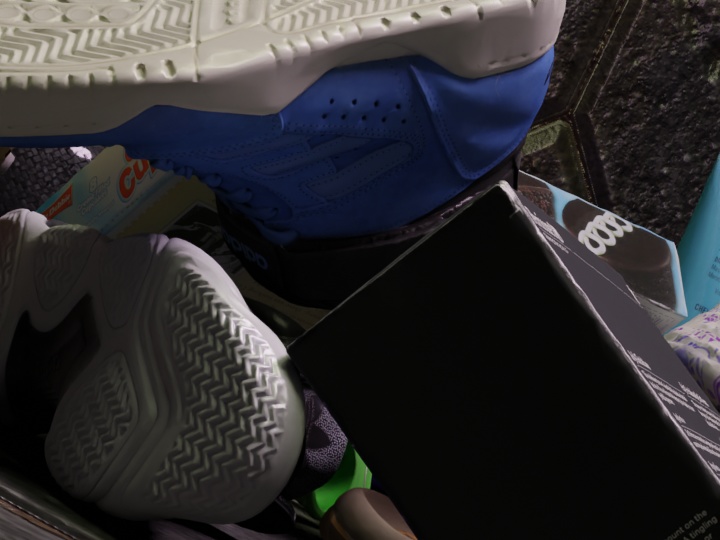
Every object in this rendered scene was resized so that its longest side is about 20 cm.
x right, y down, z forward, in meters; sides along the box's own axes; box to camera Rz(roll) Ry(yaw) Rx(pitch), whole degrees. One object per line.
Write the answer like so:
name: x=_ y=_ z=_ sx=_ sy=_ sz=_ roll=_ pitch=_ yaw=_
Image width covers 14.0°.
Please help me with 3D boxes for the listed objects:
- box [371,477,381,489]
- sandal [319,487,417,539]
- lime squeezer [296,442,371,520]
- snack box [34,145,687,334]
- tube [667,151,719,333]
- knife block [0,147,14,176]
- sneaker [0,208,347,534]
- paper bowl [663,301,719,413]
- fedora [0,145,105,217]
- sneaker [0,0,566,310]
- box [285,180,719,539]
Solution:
box: x=0.048 y=0.068 z=1.495 sx=0.183 sy=0.105 sz=0.200 roll=27 pitch=-1 yaw=4
sandal: x=0.082 y=0.111 z=0.965 sx=0.199 sy=0.054 sz=0.080 roll=26 pitch=0 yaw=11
lime squeezer: x=-0.027 y=0.067 z=1.096 sx=0.070 sy=0.038 sz=0.200 roll=26 pitch=1 yaw=-5
snack box: x=0.000 y=0.000 z=0.987 sx=0.199 sy=0.116 sz=0.037 roll=23 pitch=44 yaw=-35
tube: x=0.129 y=0.054 z=1.180 sx=0.077 sy=0.201 sz=0.050 roll=28 pitch=-1 yaw=-36
knife block: x=-0.189 y=-0.082 z=0.904 sx=0.175 sy=0.064 sz=0.200 roll=41 pitch=-30 yaw=-12
sneaker: x=-0.040 y=0.037 z=0.847 sx=0.113 sy=0.076 sz=0.200 roll=24 pitch=-1 yaw=-30
paper bowl: x=0.188 y=0.088 z=0.988 sx=0.201 sy=0.104 sz=0.201 roll=56 pitch=-12 yaw=19
fedora: x=-0.148 y=-0.025 z=1.039 sx=0.200 sy=0.092 sz=0.201 roll=26 pitch=0 yaw=0
sneaker: x=-0.037 y=-0.032 z=0.837 sx=0.199 sy=0.112 sz=0.077 roll=-12 pitch=38 yaw=-27
box: x=0.069 y=0.064 z=0.828 sx=0.142 sy=0.079 sz=0.200 roll=57 pitch=8 yaw=14
